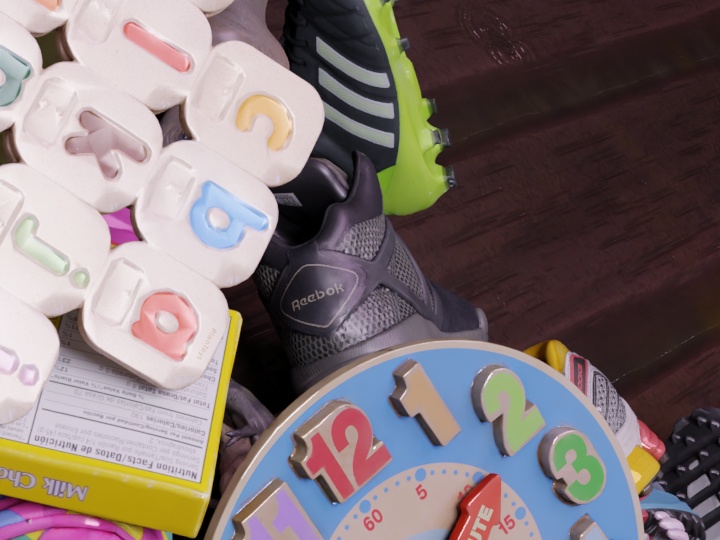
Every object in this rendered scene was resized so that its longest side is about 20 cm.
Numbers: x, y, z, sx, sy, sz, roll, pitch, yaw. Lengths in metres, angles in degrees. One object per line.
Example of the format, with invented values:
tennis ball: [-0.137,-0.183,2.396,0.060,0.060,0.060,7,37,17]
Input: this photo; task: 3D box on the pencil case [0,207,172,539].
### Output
pencil case: [-0.110,0.059,0.991,0.088,0.088,0.200,35,30,-27]

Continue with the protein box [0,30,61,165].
protein box: [-0.187,-0.138,0.999,0.200,0.198,0.135,39,27,-20]

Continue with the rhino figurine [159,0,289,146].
rhino figurine: [-0.078,-0.098,1.242,0.087,0.060,0.200,-6,45,-6]

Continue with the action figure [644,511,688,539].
action figure: [0.129,0.192,1.126,0.149,0.134,0.200,30,31,-41]

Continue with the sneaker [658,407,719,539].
sneaker: [0.209,0.164,1.382,0.090,0.066,0.200,26,37,-45]

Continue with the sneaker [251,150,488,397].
sneaker: [0.000,0.000,1.203,0.199,0.076,0.114,-9,79,-76]

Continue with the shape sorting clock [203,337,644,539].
shape sorting clock: [0.027,0.125,1.016,0.200,0.200,0.039,36,-12,-26]

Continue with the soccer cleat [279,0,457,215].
soccer cleat: [-0.013,-0.102,1.293,0.068,0.081,0.200,-94,168,-51]

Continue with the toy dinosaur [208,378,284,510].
toy dinosaur: [-0.057,0.065,1.102,0.088,0.048,0.200,31,10,-4]

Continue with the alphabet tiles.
alphabet tiles: [-0.112,-0.056,0.891,0.195,0.015,0.200,32,71,-20]

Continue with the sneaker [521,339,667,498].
sneaker: [0.039,0.103,1.110,0.200,0.078,0.082,-41,99,-38]

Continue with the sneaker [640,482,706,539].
sneaker: [0.068,0.105,1.245,0.200,0.079,0.096,23,15,-46]

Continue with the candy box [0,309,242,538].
candy box: [-0.144,0.029,0.921,0.200,0.026,0.102,14,39,-4]
